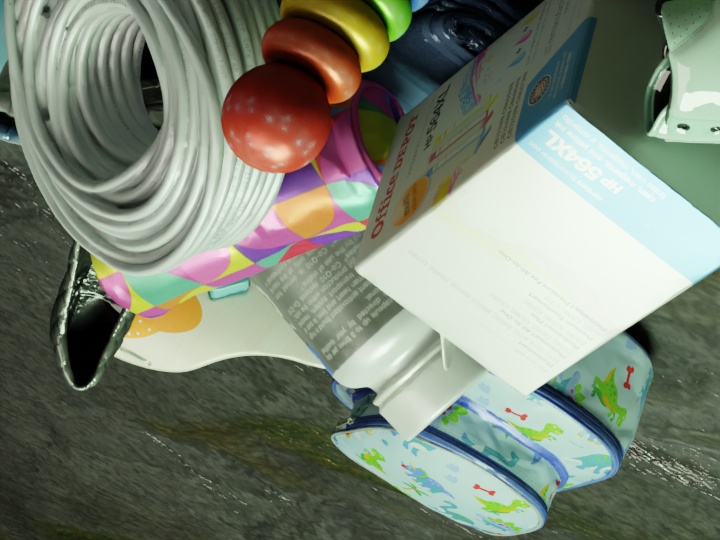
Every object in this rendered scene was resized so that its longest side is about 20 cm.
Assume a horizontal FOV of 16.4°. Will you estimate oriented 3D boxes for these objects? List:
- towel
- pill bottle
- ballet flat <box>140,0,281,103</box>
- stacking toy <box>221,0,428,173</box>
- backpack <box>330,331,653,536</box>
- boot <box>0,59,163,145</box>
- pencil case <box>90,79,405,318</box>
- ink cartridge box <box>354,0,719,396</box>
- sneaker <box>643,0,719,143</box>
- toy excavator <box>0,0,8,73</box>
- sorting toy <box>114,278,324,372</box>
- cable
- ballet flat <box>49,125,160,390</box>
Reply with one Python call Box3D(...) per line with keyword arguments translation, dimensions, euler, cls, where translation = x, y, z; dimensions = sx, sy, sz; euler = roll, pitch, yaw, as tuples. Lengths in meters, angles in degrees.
Box3D(translation=(0.048, -0.109, 1.445), dimensions=(0.112, 0.049, 0.200), euler=(37, 157, -18), cls="towel")
Box3D(translation=(0.000, 0.000, 1.553), dimensions=(0.200, 0.114, 0.114), euler=(50, 159, 4), cls="pill bottle")
Box3D(translation=(-0.102, -0.134, 1.434), dimensions=(0.199, 0.067, 0.057), euler=(-2, 165, 23), cls="ballet flat")
Box3D(translation=(-0.006, -0.135, 1.246), dimensions=(0.085, 0.200, 0.085), euler=(26, 158, 11), cls="stacking toy")
Box3D(translation=(0.091, 0.089, 1.691), dimensions=(0.183, 0.147, 0.200), euler=(33, 154, -16), cls="backpack")
Box3D(translation=(-0.149, -0.103, 1.527), dimensions=(0.200, 0.096, 0.074), euler=(9, 147, 43), cls="boot")
Box3D(translation=(-0.062, -0.039, 1.428), dimensions=(0.200, 0.089, 0.088), euler=(-21, 132, 26), cls="pencil case")
Box3D(translation=(0.098, -0.042, 1.316), dimensions=(0.125, 0.129, 0.200), euler=(37, 132, -18), cls="ink cartridge box")
Box3D(translation=(0.202, -0.072, 1.230), dimensions=(0.118, 0.074, 0.201), euler=(-10, 136, 12), cls="sneaker")
Box3D(translation=(-0.242, -0.139, 1.694), dimensions=(0.200, 0.100, 0.194), euler=(31, 159, -4), cls="toy excavator")
Box3D(translation=(-0.048, -0.010, 1.653), dimensions=(0.180, 0.200, 0.107), euler=(24, 136, 7), cls="sorting toy")
Box3D(translation=(-0.116, -0.100, 1.348), dimensions=(0.200, 0.069, 0.201), euler=(21, 115, 44), cls="cable")
Box3D(translation=(-0.149, -0.009, 1.540), dimensions=(0.066, 0.057, 0.200), euler=(4, 132, -15), cls="ballet flat")
